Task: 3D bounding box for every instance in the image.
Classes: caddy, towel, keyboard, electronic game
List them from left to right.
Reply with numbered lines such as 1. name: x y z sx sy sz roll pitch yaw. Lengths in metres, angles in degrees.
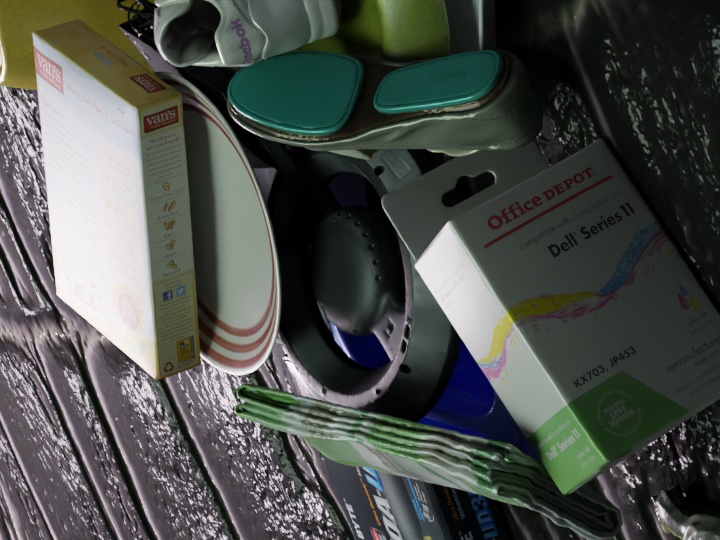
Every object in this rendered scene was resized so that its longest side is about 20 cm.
1. keyboard: -0.093 -0.127 1.641 0.104 0.040 0.200 53 171 -30
2. electronic game: 0.000 0.000 1.587 0.200 0.042 0.200 19 114 53
3. towel: 0.038 0.116 1.538 0.200 0.031 0.149 11 167 37
4. caddy: 0.054 0.055 1.640 0.200 0.105 0.142 30 141 49

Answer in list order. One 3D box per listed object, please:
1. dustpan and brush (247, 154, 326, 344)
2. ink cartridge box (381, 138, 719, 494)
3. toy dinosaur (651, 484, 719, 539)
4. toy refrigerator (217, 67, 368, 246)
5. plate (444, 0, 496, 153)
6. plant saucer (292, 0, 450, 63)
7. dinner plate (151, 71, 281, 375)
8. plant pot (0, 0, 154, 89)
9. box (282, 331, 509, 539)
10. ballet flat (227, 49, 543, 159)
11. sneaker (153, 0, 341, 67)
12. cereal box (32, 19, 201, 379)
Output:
1. dustpan and brush: -0.112 -0.026 1.748 0.200 0.057 0.140 27 139 51
2. ink cartridge box: 0.114 0.008 1.462 0.200 0.117 0.067 57 154 9
3. toy dinosaur: 0.232 0.183 1.510 0.200 0.047 0.088 15 122 54
4. toy refrigerator: -0.048 -0.070 1.744 0.070 0.076 0.200 35 145 44
5. plate: 0.023 -0.184 1.539 0.200 0.032 0.200 40 148 38
6. plant saucer: -0.019 -0.176 1.555 0.200 0.031 0.200 45 152 33
7. dinner plate: -0.096 -0.031 1.655 0.200 0.024 0.200 41 140 46
8. plant pot: -0.220 -0.207 1.850 0.200 0.142 0.200 45 151 34
9. box: 0.033 0.147 1.850 0.159 0.046 0.200 13 127 59
10. ballet flat: 0.014 -0.089 1.499 0.200 0.067 0.064 0 145 34
11. sneaker: -0.098 -0.171 1.557 0.200 0.100 0.075 28 142 53
12. cereal box: -0.158 -0.047 1.691 0.144 0.039 0.200 37 137 47
